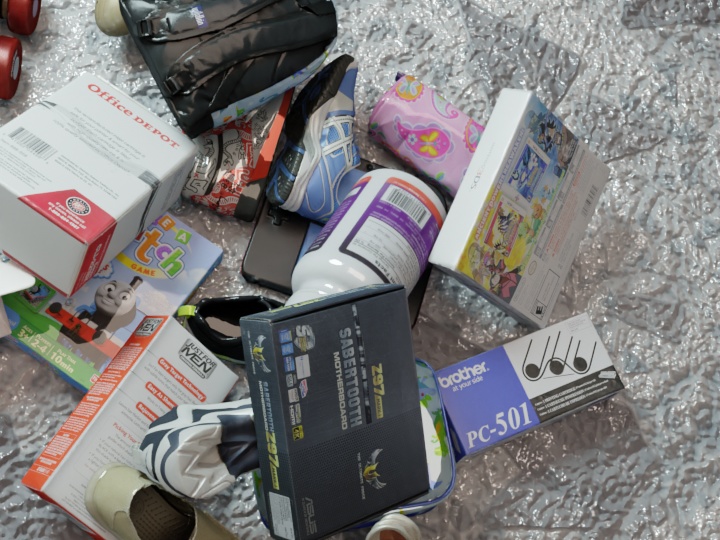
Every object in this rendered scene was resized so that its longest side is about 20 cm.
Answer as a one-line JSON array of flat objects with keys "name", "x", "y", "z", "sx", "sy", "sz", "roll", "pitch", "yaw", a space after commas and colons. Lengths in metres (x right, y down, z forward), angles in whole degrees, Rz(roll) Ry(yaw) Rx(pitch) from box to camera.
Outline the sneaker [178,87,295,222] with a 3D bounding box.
[{"name": "sneaker", "x": -0.140, "y": -0.159, "z": 1.187, "sx": 0.107, "sy": 0.067, "sz": 0.202, "roll": 18, "pitch": 70, "yaw": -8}]

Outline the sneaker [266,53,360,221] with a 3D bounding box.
[{"name": "sneaker", "x": -0.038, "y": -0.144, "z": 1.178, "sx": 0.077, "sy": 0.076, "sz": 0.201, "roll": 28, "pitch": 67, "yaw": -25}]

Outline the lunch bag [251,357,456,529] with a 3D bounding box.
[{"name": "lunch bag", "x": -0.012, "y": 0.177, "z": 1.077, "sx": 0.199, "sy": 0.083, "sz": 0.162, "roll": -7, "pitch": 72, "yaw": -13}]

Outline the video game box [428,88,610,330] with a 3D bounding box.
[{"name": "video game box", "x": 0.173, "y": -0.061, "z": 1.148, "sx": 0.182, "sy": 0.047, "sz": 0.201, "roll": 33, "pitch": 79, "yaw": -47}]

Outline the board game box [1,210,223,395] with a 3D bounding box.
[{"name": "board game box", "x": -0.259, "y": 0.017, "z": 1.111, "sx": 0.151, "sy": 0.037, "sz": 0.200, "roll": 34, "pitch": 66, "yaw": 2}]

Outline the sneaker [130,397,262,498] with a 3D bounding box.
[{"name": "sneaker", "x": -0.119, "y": 0.150, "z": 0.993, "sx": 0.199, "sy": 0.129, "sz": 0.080, "roll": -21, "pitch": 105, "yaw": -40}]

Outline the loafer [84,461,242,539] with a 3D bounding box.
[{"name": "loafer", "x": -0.165, "y": 0.251, "z": 0.992, "sx": 0.200, "sy": 0.068, "sz": 0.076, "roll": 42, "pitch": 69, "yaw": -26}]

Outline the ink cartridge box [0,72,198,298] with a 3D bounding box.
[{"name": "ink cartridge box", "x": -0.273, "y": -0.089, "z": 1.054, "sx": 0.144, "sy": 0.084, "sz": 0.200, "roll": 34, "pitch": 41, "yaw": 3}]

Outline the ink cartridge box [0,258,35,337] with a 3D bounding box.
[{"name": "ink cartridge box", "x": -0.410, "y": 0.022, "z": 1.033, "sx": 0.199, "sy": 0.068, "sz": 0.117, "roll": -20, "pitch": 59, "yaw": -11}]

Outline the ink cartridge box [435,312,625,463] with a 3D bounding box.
[{"name": "ink cartridge box", "x": 0.174, "y": 0.124, "z": 1.161, "sx": 0.199, "sy": 0.044, "sz": 0.094, "roll": -20, "pitch": 73, "yaw": -18}]

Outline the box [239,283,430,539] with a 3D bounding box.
[{"name": "box", "x": -0.018, "y": 0.123, "z": 0.961, "sx": 0.157, "sy": 0.051, "sz": 0.201, "roll": -13, "pitch": 100, "yaw": -40}]

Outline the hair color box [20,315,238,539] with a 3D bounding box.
[{"name": "hair color box", "x": -0.217, "y": 0.151, "z": 1.037, "sx": 0.102, "sy": 0.061, "sz": 0.200, "roll": 46, "pitch": 64, "yaw": -25}]

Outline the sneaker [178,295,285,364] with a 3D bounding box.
[{"name": "sneaker", "x": -0.087, "y": 0.066, "z": 1.104, "sx": 0.199, "sy": 0.083, "sz": 0.072, "roll": 6, "pitch": 69, "yaw": -11}]

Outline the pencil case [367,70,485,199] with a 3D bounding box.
[{"name": "pencil case", "x": 0.100, "y": -0.135, "z": 1.222, "sx": 0.200, "sy": 0.087, "sz": 0.088, "roll": 36, "pitch": 66, "yaw": 3}]

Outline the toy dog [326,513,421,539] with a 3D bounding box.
[{"name": "toy dog", "x": 0.038, "y": 0.289, "z": 1.038, "sx": 0.132, "sy": 0.096, "sz": 0.200, "roll": -36, "pitch": 114, "yaw": 15}]

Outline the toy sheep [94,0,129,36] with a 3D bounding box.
[{"name": "toy sheep", "x": -0.204, "y": -0.317, "z": 1.201, "sx": 0.199, "sy": 0.138, "sz": 0.138, "roll": -31, "pitch": 79, "yaw": -17}]

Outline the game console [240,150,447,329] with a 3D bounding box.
[{"name": "game console", "x": -0.013, "y": -0.040, "z": 1.190, "sx": 0.199, "sy": 0.031, "sz": 0.178, "roll": 19, "pitch": 67, "yaw": -4}]

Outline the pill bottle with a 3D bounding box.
[{"name": "pill bottle", "x": 0.000, "y": 0.000, "z": 1.084, "sx": 0.111, "sy": 0.112, "sz": 0.200, "roll": 33, "pitch": 53, "yaw": 2}]

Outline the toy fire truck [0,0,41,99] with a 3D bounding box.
[{"name": "toy fire truck", "x": -0.404, "y": -0.282, "z": 1.120, "sx": 0.112, "sy": 0.168, "sz": 0.201, "roll": 11, "pitch": 68, "yaw": -8}]

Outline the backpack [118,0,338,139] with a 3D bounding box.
[{"name": "backpack", "x": -0.121, "y": -0.241, "z": 1.119, "sx": 0.199, "sy": 0.154, "sz": 0.164, "roll": -29, "pitch": 87, "yaw": -2}]
